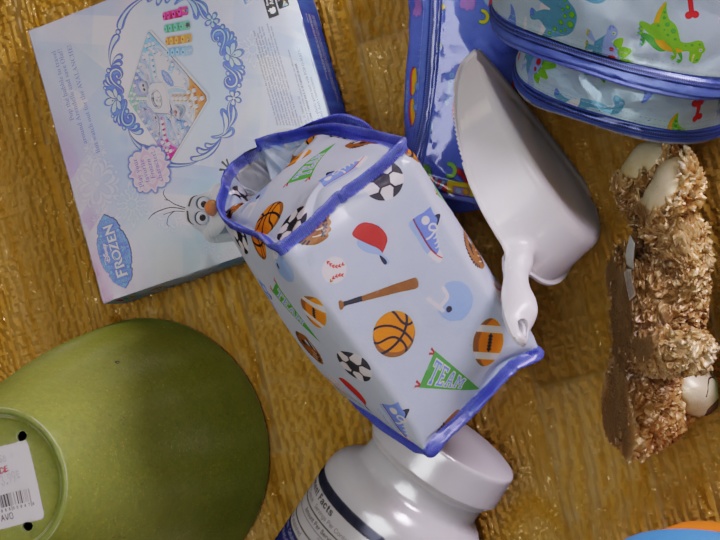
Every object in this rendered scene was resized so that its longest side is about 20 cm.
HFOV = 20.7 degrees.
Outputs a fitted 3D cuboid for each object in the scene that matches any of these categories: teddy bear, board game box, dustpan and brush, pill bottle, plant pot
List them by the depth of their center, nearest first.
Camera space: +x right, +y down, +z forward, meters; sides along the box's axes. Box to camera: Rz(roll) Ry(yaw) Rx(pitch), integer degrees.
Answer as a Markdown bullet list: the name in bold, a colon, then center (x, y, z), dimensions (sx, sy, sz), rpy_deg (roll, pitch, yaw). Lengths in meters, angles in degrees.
- **dustpan and brush**: center (0.097, -0.027, 1.168), dimensions (0.057, 0.200, 0.140), rpy_deg (-34, 120, 15)
- **teddy bear**: center (0.188, 0.015, 1.192), dimensions (0.066, 0.145, 0.202), rpy_deg (-2, 90, -11)
- **pill bottle**: center (0.005, 0.186, 1.268), dimensions (0.116, 0.116, 0.201), rpy_deg (38, 103, 16)
- **plant pot**: center (-0.183, 0.128, 1.292), dimensions (0.186, 0.200, 0.189), rpy_deg (0, 91, 20)
- **board game box**: center (-0.110, -0.101, 1.345), dimensions (0.198, 0.043, 0.201), rpy_deg (-18, 85, 18)

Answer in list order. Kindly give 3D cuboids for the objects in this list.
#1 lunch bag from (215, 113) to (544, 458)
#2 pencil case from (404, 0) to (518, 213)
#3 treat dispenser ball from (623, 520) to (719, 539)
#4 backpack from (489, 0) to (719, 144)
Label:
- **lunch bag**: center (0.000, 0.000, 1.210), dimensions (0.124, 0.200, 0.170), rpy_deg (-38, 109, -13)
- **pencil case**: center (0.063, -0.137, 1.256), dimensions (0.078, 0.087, 0.201), rpy_deg (10, 96, 42)
- **treat dispenser ball**: center (0.201, 0.247, 1.150), dimensions (0.200, 0.201, 0.202), rpy_deg (0, 91, 20)
- **backpack**: center (0.169, -0.159, 1.157), dimensions (0.182, 0.200, 0.148), rpy_deg (18, 113, 18)
